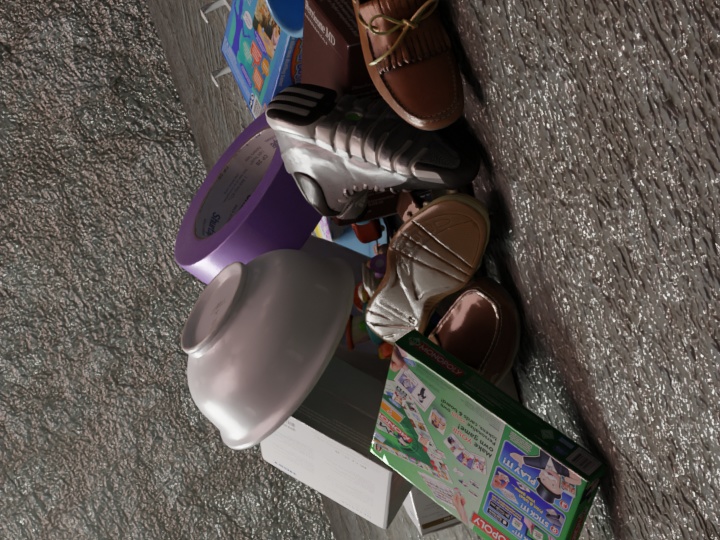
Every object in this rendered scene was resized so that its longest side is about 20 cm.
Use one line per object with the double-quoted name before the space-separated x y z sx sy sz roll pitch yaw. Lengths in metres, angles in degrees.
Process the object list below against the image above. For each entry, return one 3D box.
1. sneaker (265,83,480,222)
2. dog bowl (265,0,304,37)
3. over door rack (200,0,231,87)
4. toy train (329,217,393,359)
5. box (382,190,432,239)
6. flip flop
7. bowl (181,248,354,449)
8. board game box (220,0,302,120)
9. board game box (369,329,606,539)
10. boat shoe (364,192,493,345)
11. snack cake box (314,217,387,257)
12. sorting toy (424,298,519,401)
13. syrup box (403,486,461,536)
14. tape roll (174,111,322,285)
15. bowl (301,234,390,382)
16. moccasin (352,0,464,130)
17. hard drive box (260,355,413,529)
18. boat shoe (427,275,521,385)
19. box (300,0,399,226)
"sneaker" 0.016 -0.084 1.347 0.200 0.075 0.116 21 139 28
"dog bowl" -0.058 -0.309 1.474 0.111 0.050 0.200 27 131 53
"over door rack" -0.101 -0.229 1.904 0.200 0.067 0.148 44 160 22
"toy train" 0.000 0.000 1.518 0.200 0.056 0.150 -92 -19 -56
"box" 0.018 -0.129 1.564 0.143 0.036 0.200 93 154 -67
"flip flop" 0.063 -0.043 1.405 0.081 0.058 0.200 -123 17 -55
"bowl" -0.100 0.055 1.451 0.090 0.201 0.201 33 -176 -20
"board game box" -0.086 -0.266 1.663 0.200 0.045 0.152 110 146 -41
"board game box" 0.099 0.154 1.312 0.200 0.029 0.135 35 136 25
"boat shoe" 0.060 -0.010 1.351 0.073 0.063 0.200 36 142 1
"snack cake box" -0.022 -0.096 1.761 0.200 0.067 0.115 85 164 -56
"sorting toy" 0.098 0.141 1.541 0.200 0.070 0.199 -134 26 -68
"syrup box" 0.071 0.180 1.736 0.079 0.081 0.200 -123 16 -62
"tape roll" -0.101 -0.071 1.598 0.066 0.200 0.200 36 -175 -23
"bowl" -0.043 0.047 1.675 0.200 0.200 0.075 -93 27 -59
"moccasin" 0.033 -0.204 1.250 0.078 0.074 0.202 73 -176 -71
"hard drive box" -0.019 0.163 1.577 0.156 0.077 0.200 29 158 11
"boat shoe" 0.078 0.092 1.375 0.076 0.072 0.200 35 130 19
"box" -0.005 -0.149 1.426 0.100 0.075 0.200 -124 30 -43
